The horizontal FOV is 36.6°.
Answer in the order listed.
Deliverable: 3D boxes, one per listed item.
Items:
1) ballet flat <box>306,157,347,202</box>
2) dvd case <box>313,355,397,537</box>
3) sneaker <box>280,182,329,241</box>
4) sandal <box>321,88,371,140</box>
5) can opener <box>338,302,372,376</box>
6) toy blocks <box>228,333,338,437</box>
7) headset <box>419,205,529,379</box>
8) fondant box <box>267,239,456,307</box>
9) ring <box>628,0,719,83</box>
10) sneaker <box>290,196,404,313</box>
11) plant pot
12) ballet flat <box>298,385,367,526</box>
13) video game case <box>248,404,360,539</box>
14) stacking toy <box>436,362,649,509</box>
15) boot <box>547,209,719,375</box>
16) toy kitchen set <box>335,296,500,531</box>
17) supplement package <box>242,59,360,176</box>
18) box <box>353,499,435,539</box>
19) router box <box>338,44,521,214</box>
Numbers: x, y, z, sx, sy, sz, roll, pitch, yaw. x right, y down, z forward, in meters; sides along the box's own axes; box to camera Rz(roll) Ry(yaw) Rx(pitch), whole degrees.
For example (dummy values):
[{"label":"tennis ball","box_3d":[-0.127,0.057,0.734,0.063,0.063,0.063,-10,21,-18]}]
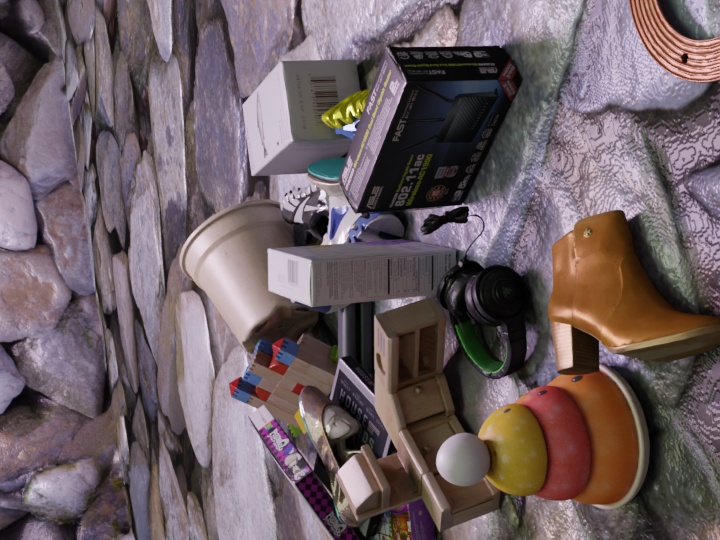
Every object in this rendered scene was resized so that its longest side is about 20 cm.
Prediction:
[{"label":"ballet flat","box_3d":[0.006,-0.111,1.428,0.199,0.067,0.063,6,123,45]},{"label":"dvd case","box_3d":[-0.003,0.243,1.508,0.150,0.024,0.202,43,130,45]},{"label":"sneaker","box_3d":[-0.068,-0.083,1.634,0.200,0.066,0.092,-24,71,61]},{"label":"sandal","box_3d":[0.033,-0.195,1.412,0.088,0.079,0.199,59,154,-15]},{"label":"can opener","box_3d":[-0.013,0.132,1.576,0.066,0.052,0.203,-156,64,-62]},{"label":"toy blocks","box_3d":[-0.115,0.159,1.663,0.201,0.136,0.101,-55,13,43]},{"label":"headset","box_3d":[0.124,0.028,1.225,0.123,0.093,0.203,13,117,63]},{"label":"fondant box","box_3d":[0.000,0.000,1.354,0.144,0.198,0.059,15,106,63]},{"label":"ring","box_3d":[0.293,-0.259,0.905,0.200,0.019,0.203,20,113,61]},{"label":"sneaker","box_3d":[-0.020,-0.040,1.515,0.200,0.080,0.116,-47,39,28]},{"label":"plant pot","box_3d":[-0.161,0.024,1.722,0.185,0.198,0.201,60,146,27]},{"label":"ballet flat","box_3d":[-0.021,0.241,1.468,0.067,0.068,0.202,-31,75,36]},{"label":"video game case","box_3d":[-0.073,0.308,1.550,0.181,0.036,0.201,41,164,56]},{"label":"stacking toy","box_3d":[0.163,0.170,1.047,0.146,0.198,0.148,19,112,61]},{"label":"boot","box_3d":[0.247,0.012,1.002,0.200,0.070,0.146,-19,65,52]},{"label":"toy kitchen set","box_3d":[0.052,0.182,1.279,0.182,0.161,0.201,89,158,-44]},{"label":"supplement package","box_3d":[-0.085,-0.218,1.578,0.200,0.116,0.119,155,107,-66]},{"label":"box","box_3d":[0.043,0.369,1.519,0.200,0.039,0.139,-21,75,64]},{"label":"router box","box_3d":[0.074,-0.157,1.228,0.063,0.148,0.201,63,147,35]}]
